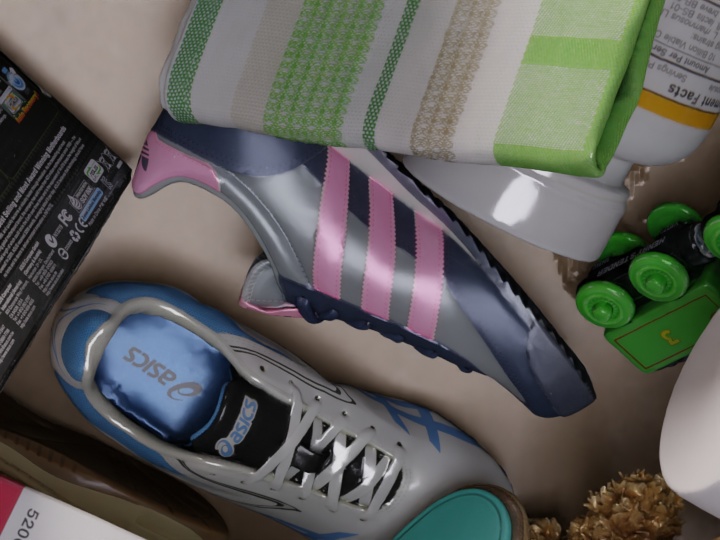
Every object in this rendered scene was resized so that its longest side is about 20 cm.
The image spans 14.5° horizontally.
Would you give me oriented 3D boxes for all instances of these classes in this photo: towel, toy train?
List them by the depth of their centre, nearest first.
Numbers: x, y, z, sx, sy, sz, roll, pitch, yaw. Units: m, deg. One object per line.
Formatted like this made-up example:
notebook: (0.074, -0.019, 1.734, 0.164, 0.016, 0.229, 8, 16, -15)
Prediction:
towel: (0.028, -0.108, 0.996, 0.031, 0.200, 0.149, 31, 75, -49)
toy train: (0.160, -0.014, 1.053, 0.056, 0.042, 0.200, 42, 137, -18)

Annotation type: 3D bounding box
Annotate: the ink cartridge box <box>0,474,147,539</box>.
ink cartridge box: (-0.096, 0.168, 1.004, 0.200, 0.083, 0.145, 23, 73, 3)

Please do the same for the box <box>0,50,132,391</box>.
box: (-0.190, -0.040, 1.004, 0.193, 0.200, 0.048, 41, 123, -12)

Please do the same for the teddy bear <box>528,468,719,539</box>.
teddy bear: (0.114, 0.145, 1.073, 0.067, 0.200, 0.145, -25, 81, -22)

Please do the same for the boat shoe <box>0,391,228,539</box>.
boat shoe: (-0.151, 0.082, 1.100, 0.200, 0.071, 0.065, 29, 100, -11)

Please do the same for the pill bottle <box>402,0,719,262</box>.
pill bottle: (0.097, -0.109, 1.044, 0.113, 0.113, 0.200, 25, 101, -9)

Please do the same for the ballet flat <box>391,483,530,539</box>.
ballet flat: (0.012, 0.176, 1.096, 0.072, 0.068, 0.200, 38, 81, -46)

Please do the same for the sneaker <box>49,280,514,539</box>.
sneaker: (-0.030, 0.067, 1.103, 0.200, 0.072, 0.072, 26, 100, -10)

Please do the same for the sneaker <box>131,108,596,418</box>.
sneaker: (0.000, 0.000, 1.090, 0.200, 0.070, 0.082, 43, 92, -3)

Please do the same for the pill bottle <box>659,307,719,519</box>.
pill bottle: (0.209, 0.081, 0.981, 0.200, 0.120, 0.120, 28, 101, -15)
